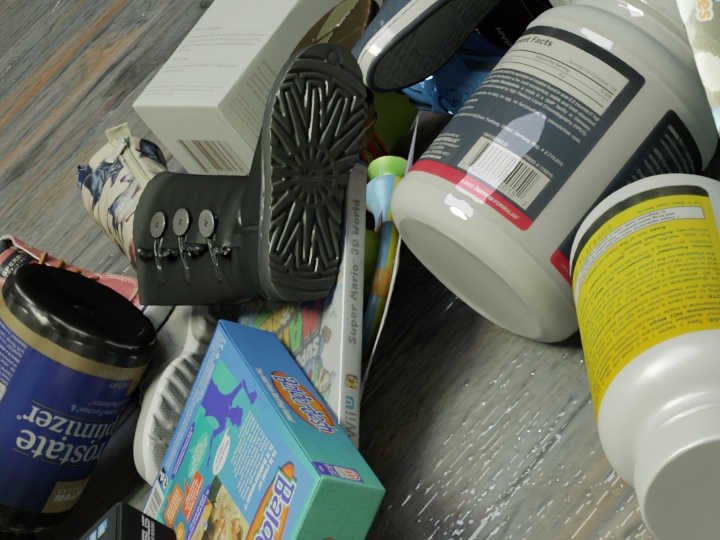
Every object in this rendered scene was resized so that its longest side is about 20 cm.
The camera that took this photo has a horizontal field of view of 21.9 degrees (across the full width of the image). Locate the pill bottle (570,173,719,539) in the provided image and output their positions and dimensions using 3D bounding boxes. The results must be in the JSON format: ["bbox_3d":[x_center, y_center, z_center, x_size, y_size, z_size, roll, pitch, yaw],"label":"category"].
[{"bbox_3d":[0.174,0.049,0.973,0.112,0.113,0.200,-27,34,19],"label":"pill bottle"}]

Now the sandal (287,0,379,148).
[{"bbox_3d":[-0.017,-0.097,1.297,0.081,0.054,0.201,-15,60,40],"label":"sandal"}]

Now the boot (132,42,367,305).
[{"bbox_3d":[-0.078,-0.056,1.207,0.200,0.065,0.166,-4,73,61],"label":"boot"}]

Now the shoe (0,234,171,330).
[{"bbox_3d":[-0.226,0.021,1.358,0.200,0.091,0.072,-12,37,47],"label":"shoe"}]

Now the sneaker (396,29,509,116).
[{"bbox_3d":[0.070,-0.126,1.302,0.078,0.066,0.200,-34,47,-16],"label":"sneaker"}]

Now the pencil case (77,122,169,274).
[{"bbox_3d":[-0.159,-0.040,1.442,0.078,0.090,0.200,-28,31,-11],"label":"pencil case"}]

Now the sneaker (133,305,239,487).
[{"bbox_3d":[-0.120,0.085,1.285,0.082,0.075,0.200,-35,22,31],"label":"sneaker"}]

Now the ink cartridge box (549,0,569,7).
[{"bbox_3d":[0.226,-0.160,1.184,0.199,0.104,0.059,7,54,49],"label":"ink cartridge box"}]

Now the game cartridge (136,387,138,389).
[{"bbox_3d":[-0.243,0.083,1.438,0.176,0.032,0.200,-51,36,-17],"label":"game cartridge"}]

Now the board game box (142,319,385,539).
[{"bbox_3d":[-0.064,0.141,1.103,0.153,0.045,0.200,-67,28,16],"label":"board game box"}]

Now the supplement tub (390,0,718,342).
[{"bbox_3d":[0.127,-0.070,1.133,0.200,0.140,0.140,-50,34,-12],"label":"supplement tub"}]

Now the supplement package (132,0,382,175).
[{"bbox_3d":[-0.059,-0.161,1.463,0.117,0.117,0.200,6,54,50],"label":"supplement package"}]

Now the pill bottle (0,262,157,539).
[{"bbox_3d":[-0.228,0.105,1.265,0.201,0.111,0.112,-62,29,15],"label":"pill bottle"}]

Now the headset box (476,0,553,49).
[{"bbox_3d":[0.179,-0.243,1.358,0.199,0.077,0.149,-26,35,20],"label":"headset box"}]

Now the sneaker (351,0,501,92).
[{"bbox_3d":[0.022,-0.216,1.278,0.146,0.077,0.202,34,58,17],"label":"sneaker"}]

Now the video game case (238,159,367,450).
[{"bbox_3d":[-0.041,0.046,1.176,0.143,0.018,0.201,-33,48,51],"label":"video game case"}]

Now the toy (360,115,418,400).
[{"bbox_3d":[0.000,0.000,1.214,0.047,0.115,0.201,15,45,1],"label":"toy"}]

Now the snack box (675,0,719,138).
[{"bbox_3d":[0.215,-0.125,1.044,0.037,0.116,0.201,-20,78,23],"label":"snack box"}]

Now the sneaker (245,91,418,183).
[{"bbox_3d":[-0.018,-0.062,1.354,0.200,0.078,0.090,-47,47,-9],"label":"sneaker"}]

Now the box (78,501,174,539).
[{"bbox_3d":[-0.187,0.257,1.105,0.200,0.043,0.161,-44,29,24],"label":"box"}]
